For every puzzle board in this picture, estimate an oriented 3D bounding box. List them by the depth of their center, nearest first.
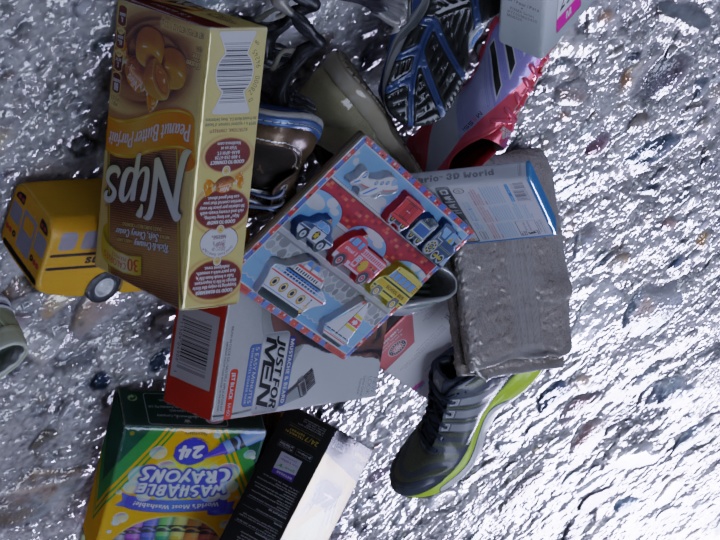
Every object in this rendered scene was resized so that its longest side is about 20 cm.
[{"bbox_3d":[-0.004,-0.012,1.546,0.151,0.017,0.200,-45,146,5],"label":"puzzle board"}]

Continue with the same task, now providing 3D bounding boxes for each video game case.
[{"bbox_3d":[0.051,-0.048,1.633,0.199,0.018,0.143,-6,162,12],"label":"video game case"}]

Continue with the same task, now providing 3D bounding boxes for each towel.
[{"bbox_3d":[0.126,-0.007,1.762,0.132,0.034,0.201,-7,87,-41],"label":"towel"}]

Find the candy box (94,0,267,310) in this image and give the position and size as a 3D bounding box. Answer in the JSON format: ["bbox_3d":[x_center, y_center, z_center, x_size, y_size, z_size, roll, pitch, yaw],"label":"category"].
[{"bbox_3d":[-0.129,-0.085,1.417,0.055,0.115,0.201,-5,109,-39],"label":"candy box"}]

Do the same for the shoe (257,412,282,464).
[{"bbox_3d":[-0.108,0.148,1.802,0.070,0.053,0.201,7,127,-5],"label":"shoe"}]

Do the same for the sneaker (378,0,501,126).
[{"bbox_3d":[0.067,-0.209,1.575,0.076,0.077,0.200,32,89,-17],"label":"sneaker"}]

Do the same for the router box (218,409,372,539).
[{"bbox_3d":[-0.060,0.211,1.807,0.158,0.052,0.200,-63,167,-5],"label":"router box"}]

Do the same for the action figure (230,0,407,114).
[{"bbox_3d":[-0.025,-0.213,1.440,0.102,0.119,0.200,7,135,-24],"label":"action figure"}]

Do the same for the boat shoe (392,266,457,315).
[{"bbox_3d":[0.000,0.000,1.643,0.067,0.074,0.200,-12,172,40],"label":"boat shoe"}]

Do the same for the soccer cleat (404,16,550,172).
[{"bbox_3d":[0.117,-0.146,1.671,0.200,0.077,0.067,-50,144,13],"label":"soccer cleat"}]

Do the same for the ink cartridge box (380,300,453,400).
[{"bbox_3d":[0.074,0.052,1.850,0.116,0.068,0.200,-45,143,6],"label":"ink cartridge box"}]

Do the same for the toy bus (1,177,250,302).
[{"bbox_3d":[-0.172,-0.028,1.536,0.199,0.065,0.079,-6,130,-39],"label":"toy bus"}]

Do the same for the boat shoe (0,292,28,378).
[{"bbox_3d":[-0.339,0.092,1.506,0.200,0.062,0.072,-40,145,0],"label":"boat shoe"}]

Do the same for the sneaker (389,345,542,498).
[{"bbox_3d":[0.083,0.117,1.820,0.081,0.074,0.200,26,101,-44],"label":"sneaker"}]

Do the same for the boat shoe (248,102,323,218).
[{"bbox_3d":[-0.069,-0.077,1.489,0.200,0.072,0.073,108,-8,-83],"label":"boat shoe"}]

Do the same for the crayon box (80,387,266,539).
[{"bbox_3d":[-0.167,0.195,1.755,0.125,0.052,0.201,3,129,-20],"label":"crayon box"}]

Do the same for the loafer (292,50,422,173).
[{"bbox_3d":[-0.006,-0.106,1.605,0.068,0.076,0.200,-31,148,4],"label":"loafer"}]

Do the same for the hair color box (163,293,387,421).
[{"bbox_3d":[-0.066,0.057,1.682,0.200,0.064,0.111,-6,109,-49],"label":"hair color box"}]

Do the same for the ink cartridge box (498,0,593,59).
[{"bbox_3d":[0.174,-0.289,1.542,0.200,0.043,0.174,-49,153,-34],"label":"ink cartridge box"}]
